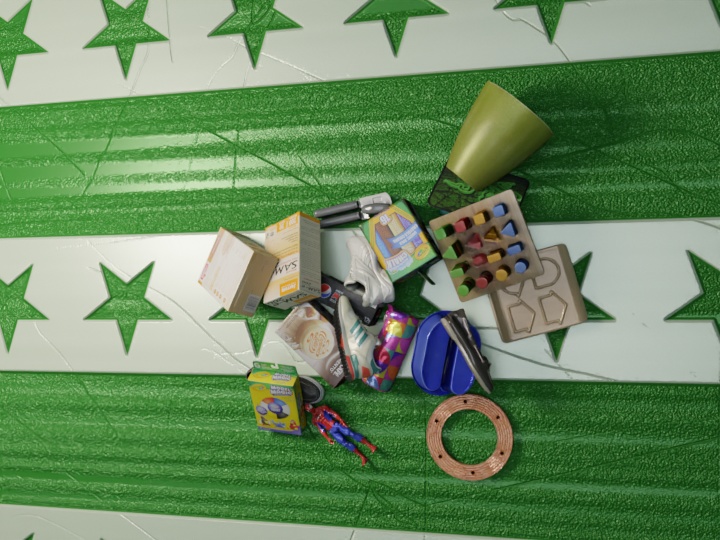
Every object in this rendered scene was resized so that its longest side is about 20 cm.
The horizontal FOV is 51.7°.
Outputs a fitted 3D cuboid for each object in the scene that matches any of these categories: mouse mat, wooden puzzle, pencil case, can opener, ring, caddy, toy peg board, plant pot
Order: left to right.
[{"bbox_3d":[-0.019,-0.145,1.783,0.200,0.066,0.053,-12,86,18],"label":"can opener"},{"bbox_3d":[0.066,0.183,1.745,0.088,0.088,0.200,21,93,13],"label":"pencil case"},{"bbox_3d":[0.195,0.193,1.705,0.141,0.105,0.200,11,92,-10],"label":"caddy"},{"bbox_3d":[0.254,0.386,1.729,0.200,0.019,0.201,0,89,14],"label":"ring"},{"bbox_3d":[0.270,-0.179,1.698,0.200,0.008,0.161,21,61,12],"label":"mouse mat"},{"bbox_3d":[0.267,-0.045,1.612,0.199,0.098,0.200,-21,94,21],"label":"toy peg board"},{"bbox_3d":[0.290,-0.280,1.649,0.187,0.187,0.200,41,101,11],"label":"plant pot"},{"bbox_3d":[0.392,0.052,1.684,0.200,0.046,0.185,-17,91,8],"label":"wooden puzzle"}]

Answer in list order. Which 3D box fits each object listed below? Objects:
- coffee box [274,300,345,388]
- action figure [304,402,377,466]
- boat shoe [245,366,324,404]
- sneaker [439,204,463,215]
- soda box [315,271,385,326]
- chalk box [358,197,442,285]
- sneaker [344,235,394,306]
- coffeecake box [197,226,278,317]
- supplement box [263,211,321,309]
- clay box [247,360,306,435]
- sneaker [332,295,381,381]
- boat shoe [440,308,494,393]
[{"bbox_3d":[-0.089,0.171,1.783,0.200,0.080,0.114,42,97,11],"label":"coffee box"},{"bbox_3d":[-0.054,0.384,1.785,0.200,0.052,0.065,37,102,11],"label":"action figure"},{"bbox_3d":[-0.188,0.282,1.816,0.200,0.057,0.069,15,93,13],"label":"boat shoe"},{"bbox_3d":[0.264,-0.088,1.707,0.200,0.071,0.080,27,92,12],"label":"sneaker"},{"bbox_3d":[-0.045,0.063,1.778,0.200,0.071,0.063,26,96,13],"label":"soda box"},{"bbox_3d":[0.107,-0.046,1.717,0.124,0.125,0.200,-30,81,11],"label":"chalk box"},{"bbox_3d":[0.000,0.000,1.731,0.099,0.078,0.200,-19,55,-16],"label":"sneaker"},{"bbox_3d":[-0.299,0.001,1.784,0.200,0.073,0.154,32,100,52],"label":"coffeecake box"},{"bbox_3d":[-0.161,-0.022,1.753,0.126,0.074,0.200,-22,60,37],"label":"supplement box"},{"bbox_3d":[-0.199,0.304,1.769,0.115,0.048,0.200,5,129,14],"label":"clay box"},{"bbox_3d":[-0.005,0.152,1.704,0.093,0.070,0.200,-7,72,-14],"label":"sneaker"},{"bbox_3d":[0.250,0.175,1.625,0.057,0.067,0.200,-32,94,-1],"label":"boat shoe"}]
